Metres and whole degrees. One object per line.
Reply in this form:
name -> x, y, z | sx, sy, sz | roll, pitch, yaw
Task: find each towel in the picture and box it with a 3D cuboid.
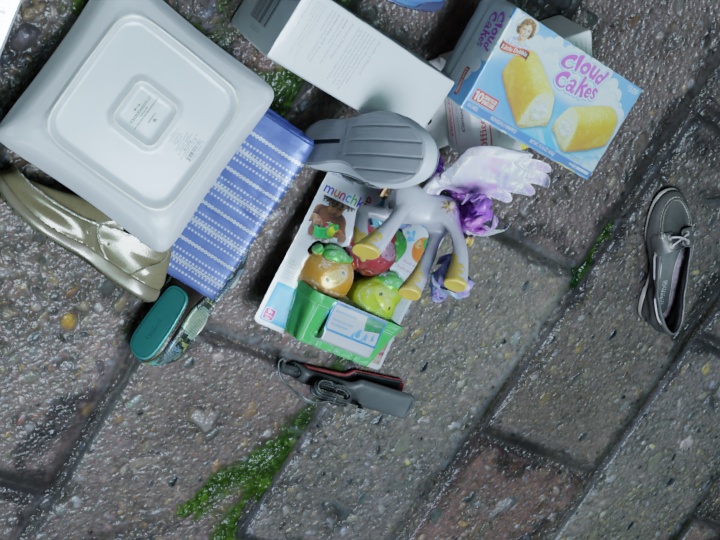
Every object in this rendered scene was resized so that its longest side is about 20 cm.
towel -> -0.156, -0.088, 1.262 | 0.144, 0.024, 0.200 | 33, 102, -9

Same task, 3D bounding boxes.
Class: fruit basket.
fruit basket -> 0.000, 0.000, 1.387 | 0.185, 0.094, 0.201 | 25, 101, -35

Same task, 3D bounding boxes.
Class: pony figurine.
pony figurine -> 0.084, -0.064, 1.318 | 0.192, 0.201, 0.167 | 20, 144, -9

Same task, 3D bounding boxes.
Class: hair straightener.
hair straightener -> -0.014, 0.140, 1.467 | 0.199, 0.077, 0.041 | 22, 107, -35

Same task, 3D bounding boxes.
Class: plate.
plate -> -0.205, -0.149, 1.177 | 0.200, 0.032, 0.200 | 37, 83, -22

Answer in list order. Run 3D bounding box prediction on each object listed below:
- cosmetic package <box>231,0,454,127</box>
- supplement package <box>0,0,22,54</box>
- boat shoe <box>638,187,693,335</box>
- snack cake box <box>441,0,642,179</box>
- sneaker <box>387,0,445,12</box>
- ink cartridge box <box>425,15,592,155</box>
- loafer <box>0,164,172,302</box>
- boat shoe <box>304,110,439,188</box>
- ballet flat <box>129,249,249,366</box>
cosmetic package -> -0.017, -0.217, 1.242 | 0.200, 0.113, 0.081 | 24, 105, -37
supplement package -> -0.351, -0.278, 1.005 | 0.150, 0.152, 0.201 | 16, 109, -34
boat shoe -> 0.405, -0.009, 1.615 | 0.067, 0.057, 0.201 | -13, 122, -21
snack cake box -> 0.187, -0.191, 1.306 | 0.199, 0.067, 0.115 | 23, 104, -35
sneaker -> 0.015, -0.318, 1.226 | 0.199, 0.074, 0.082 | 20, 104, -36
ink cartridge box -> 0.157, -0.192, 1.373 | 0.199, 0.068, 0.117 | -21, 124, -15
loafer -> -0.269, -0.047, 1.223 | 0.200, 0.076, 0.068 | 37, 84, -25
boat shoe -> 0.021, -0.117, 1.228 | 0.071, 0.200, 0.072 | 15, 92, -37
ballet flat -> -0.171, 0.018, 1.333 | 0.074, 0.074, 0.200 | 34, 100, -37
